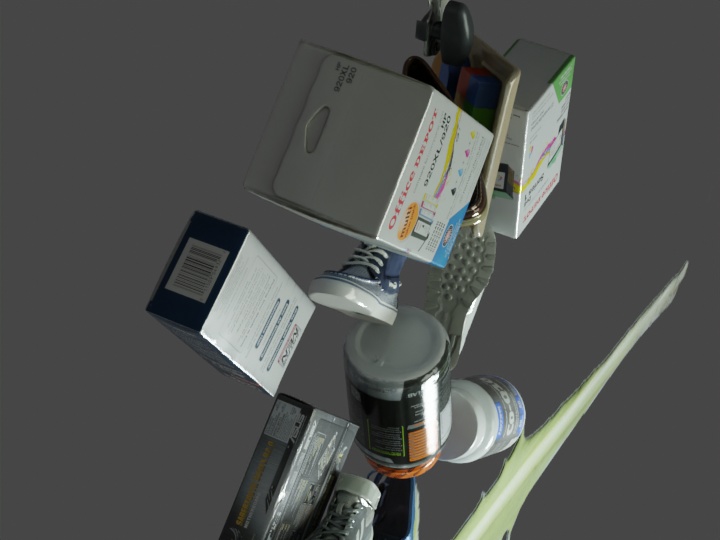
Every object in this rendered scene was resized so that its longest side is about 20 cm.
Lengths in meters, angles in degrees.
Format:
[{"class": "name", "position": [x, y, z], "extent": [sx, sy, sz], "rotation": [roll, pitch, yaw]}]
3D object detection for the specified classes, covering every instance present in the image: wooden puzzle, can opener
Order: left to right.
[{"class": "can opener", "position": [0.097, -0.308, 1.501], "extent": [0.053, 0.067, 0.201], "rotation": [-43, 146, -50]}, {"class": "wooden puzzle", "position": [0.107, -0.157, 1.590], "extent": [0.200, 0.046, 0.186], "rotation": [-119, -144, -61]}]

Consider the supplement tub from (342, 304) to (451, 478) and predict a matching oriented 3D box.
[{"class": "supplement tub", "position": [0.045, 0.145, 1.700], "extent": [0.123, 0.122, 0.200], "rotation": [-54, 154, -35]}]

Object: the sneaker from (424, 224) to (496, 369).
[{"class": "sneaker", "position": [0.120, 0.031, 1.870], "extent": [0.080, 0.076, 0.201], "rotation": [-24, 136, -76]}]

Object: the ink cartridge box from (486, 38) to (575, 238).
[{"class": "ink cartridge box", "position": [0.197, -0.164, 1.843], "extent": [0.145, 0.084, 0.201], "rotation": [-50, 151, -41]}]

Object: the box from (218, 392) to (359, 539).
[{"class": "box", "position": [-0.080, 0.241, 1.583], "extent": [0.201, 0.048, 0.158], "rotation": [-68, 160, -5]}]

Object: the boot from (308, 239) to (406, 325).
[{"class": "boot", "position": [0.000, 0.000, 1.554], "extent": [0.200, 0.072, 0.091], "rotation": [35, 68, -75]}]

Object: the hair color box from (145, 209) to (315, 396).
[{"class": "hair color box", "position": [-0.111, 0.033, 1.308], "extent": [0.100, 0.060, 0.200], "rotation": [-64, 158, -13]}]

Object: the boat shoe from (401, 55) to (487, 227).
[{"class": "boat shoe", "position": [0.079, -0.135, 1.490], "extent": [0.072, 0.072, 0.201], "rotation": [81, -4, -56]}]

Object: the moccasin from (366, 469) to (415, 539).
[{"class": "moccasin", "position": [0.036, 0.291, 1.869], "extent": [0.200, 0.068, 0.081], "rotation": [-78, 167, -72]}]

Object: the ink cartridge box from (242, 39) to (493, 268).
[{"class": "ink cartridge box", "position": [0.012, -0.103, 1.370], "extent": [0.148, 0.144, 0.200], "rotation": [-69, 158, 1]}]

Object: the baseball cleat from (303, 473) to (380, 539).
[{"class": "baseball cleat", "position": [-0.030, 0.279, 1.601], "extent": [0.200, 0.069, 0.107], "rotation": [-21, 123, -77]}]

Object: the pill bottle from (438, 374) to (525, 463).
[{"class": "pill bottle", "position": [0.147, 0.203, 2.009], "extent": [0.200, 0.113, 0.114], "rotation": [1, 108, -68]}]
